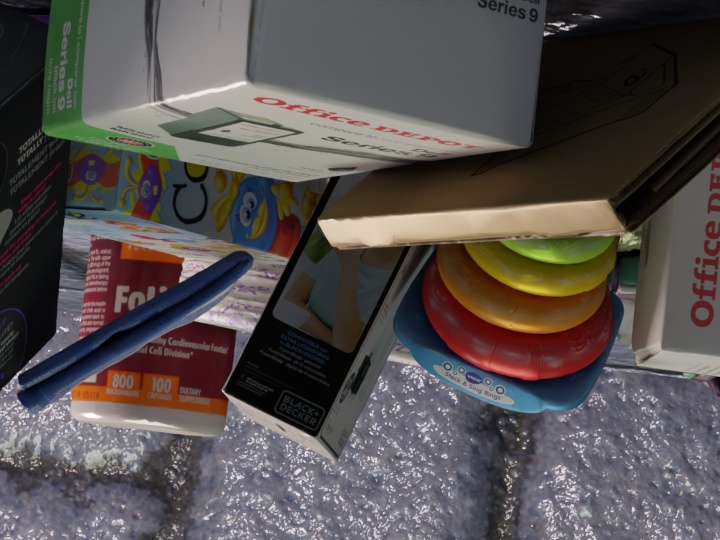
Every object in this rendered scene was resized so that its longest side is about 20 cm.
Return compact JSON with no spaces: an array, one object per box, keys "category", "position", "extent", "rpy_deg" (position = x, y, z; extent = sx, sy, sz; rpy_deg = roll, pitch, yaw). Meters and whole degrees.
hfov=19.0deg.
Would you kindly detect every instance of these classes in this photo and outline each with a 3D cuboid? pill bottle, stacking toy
[{"category":"pill bottle","position":[-0.142,0.014,1.546],"extent":[0.114,0.201,0.114],"rpy_deg":[6,174,1]},{"category":"stacking toy","position":[0.098,-0.031,1.128],"extent":[0.116,0.110,0.201],"rpy_deg":[24,133,9]}]

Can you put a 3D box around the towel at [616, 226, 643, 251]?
[{"category":"towel","position":[0.199,-0.035,1.304],"extent":[0.148,0.037,0.200],"rpy_deg":[-4,-177,-5]}]

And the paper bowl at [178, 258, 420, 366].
[{"category":"paper bowl","position":[-0.019,0.001,1.444],"extent":[0.200,0.105,0.201],"rpy_deg":[11,176,1]}]

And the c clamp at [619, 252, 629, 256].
[{"category":"c clamp","position":[0.150,-0.012,1.390],"extent":[0.170,0.027,0.200],"rpy_deg":[2,-170,6]}]

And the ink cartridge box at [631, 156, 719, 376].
[{"category":"ink cartridge box","position":[0.254,-0.012,1.140],"extent":[0.199,0.146,0.084],"rpy_deg":[7,173,-1]}]

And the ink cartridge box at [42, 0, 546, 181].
[{"category":"ink cartridge box","position":[-0.033,-0.097,0.945],"extent":[0.145,0.085,0.200],"rpy_deg":[9,173,-31]}]

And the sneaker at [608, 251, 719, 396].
[{"category":"sneaker","position":[0.173,0.032,1.248],"extent":[0.199,0.088,0.074],"rpy_deg":[-3,-177,17]}]

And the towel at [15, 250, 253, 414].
[{"category":"towel","position":[-0.125,0.034,1.190],"extent":[0.147,0.024,0.200],"rpy_deg":[-31,-178,-7]}]

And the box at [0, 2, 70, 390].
[{"category":"box","position":[-0.217,-0.028,1.053],"extent":[0.106,0.122,0.201],"rpy_deg":[25,134,14]}]

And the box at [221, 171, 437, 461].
[{"category":"box","position":[0.000,0.000,1.207],"extent":[0.060,0.201,0.117],"rpy_deg":[26,173,9]}]

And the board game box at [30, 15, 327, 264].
[{"category":"board game box","position":[-0.111,-0.069,1.194],"extent":[0.104,0.104,0.200],"rpy_deg":[4,174,30]}]

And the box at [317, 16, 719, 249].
[{"category":"box","position":[0.095,-0.064,0.953],"extent":[0.163,0.021,0.200],"rpy_deg":[-40,-159,-30]}]
